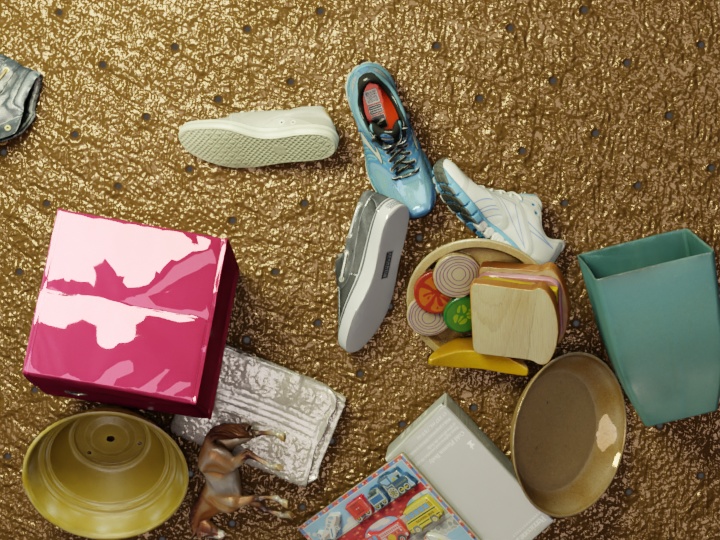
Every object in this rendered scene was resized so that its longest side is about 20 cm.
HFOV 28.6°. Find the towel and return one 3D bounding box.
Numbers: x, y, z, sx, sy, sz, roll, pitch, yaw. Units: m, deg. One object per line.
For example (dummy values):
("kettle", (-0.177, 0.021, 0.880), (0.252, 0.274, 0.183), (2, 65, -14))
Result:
("towel", (-0.129, 0.179, 1.771), (0.199, 0.034, 0.133), (21, 95, 0))

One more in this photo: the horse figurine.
("horse figurine", (-0.154, 0.253, 1.747), (0.132, 0.050, 0.201), (3, 126, 9))

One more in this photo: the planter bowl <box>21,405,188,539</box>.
("planter bowl", (-0.310, 0.229, 1.740), (0.199, 0.084, 0.201), (-2, 122, -3))

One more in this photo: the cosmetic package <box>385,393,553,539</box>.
("cosmetic package", (0.135, 0.262, 1.746), (0.200, 0.090, 0.107), (45, 97, 1))

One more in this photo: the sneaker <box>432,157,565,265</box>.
("sneaker", (0.171, -0.074, 1.723), (0.087, 0.075, 0.200), (-46, 106, -4))

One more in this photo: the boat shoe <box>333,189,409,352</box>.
("boat shoe", (0.000, 0.000, 1.737), (0.068, 0.072, 0.201), (27, 114, 33))

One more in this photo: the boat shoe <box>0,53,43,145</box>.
("boat shoe", (-0.462, -0.167, 1.726), (0.090, 0.071, 0.201), (23, 94, 3))

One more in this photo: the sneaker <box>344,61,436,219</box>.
("sneaker", (0.032, -0.152, 1.705), (0.078, 0.090, 0.201), (-24, 98, 4))

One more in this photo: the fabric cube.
("fabric cube", (-0.262, 0.058, 1.659), (0.198, 0.196, 0.201), (10, 78, 0))

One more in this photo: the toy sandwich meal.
("toy sandwich meal", (0.151, 0.053, 1.699), (0.204, 0.070, 0.206), (6, 122, 9))

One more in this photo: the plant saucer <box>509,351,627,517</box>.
("plant saucer", (0.245, 0.197, 1.720), (0.199, 0.035, 0.202), (-4, 96, -39))

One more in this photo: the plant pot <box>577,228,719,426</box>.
("plant pot", (0.360, 0.073, 1.700), (0.140, 0.141, 0.201), (-14, 102, 3))

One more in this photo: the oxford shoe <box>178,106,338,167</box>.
("oxford shoe", (-0.123, -0.168, 1.729), (0.199, 0.075, 0.058), (-1, 54, 10))

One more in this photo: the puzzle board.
("puzzle board", (0.034, 0.329, 1.745), (0.151, 0.017, 0.200), (48, 123, -3))
